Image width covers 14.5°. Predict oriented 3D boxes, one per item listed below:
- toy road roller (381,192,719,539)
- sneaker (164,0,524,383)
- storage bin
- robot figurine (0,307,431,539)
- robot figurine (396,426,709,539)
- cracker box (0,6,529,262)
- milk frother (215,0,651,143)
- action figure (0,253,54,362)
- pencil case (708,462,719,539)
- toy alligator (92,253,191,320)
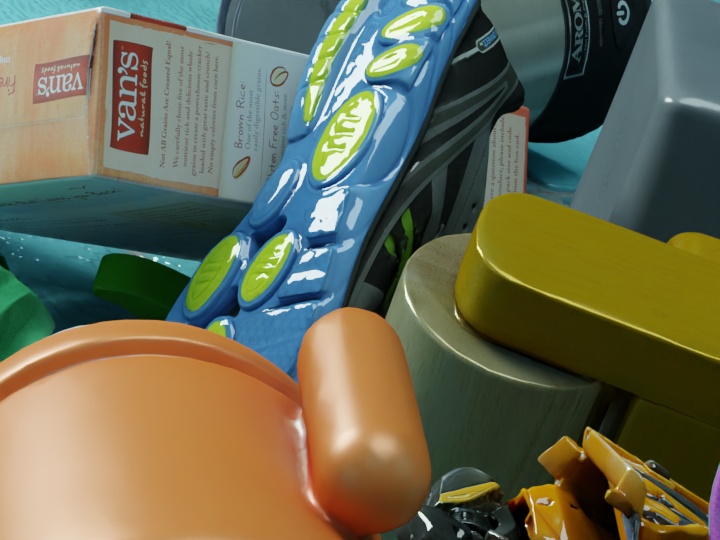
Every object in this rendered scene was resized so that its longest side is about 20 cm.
[{"bbox_3d":[0.101,0.040,0.862,0.199,0.123,0.146,19,34,-2],"label":"toy road roller"},{"bbox_3d":[0.000,0.000,0.877,0.071,0.200,0.083,2,-33,46],"label":"sneaker"},{"bbox_3d":[0.140,-0.014,1.061,0.145,0.135,0.200,16,21,-1],"label":"storage bin"},{"bbox_3d":[-0.048,0.084,0.624,0.116,0.145,0.200,1,22,-10],"label":"robot figurine"},{"bbox_3d":[0.081,0.107,0.632,0.145,0.058,0.200,32,17,-23],"label":"robot figurine"},{"bbox_3d":[-0.056,-0.040,0.965,0.133,0.058,0.199,-3,-8,45],"label":"cracker box"},{"bbox_3d":[-0.006,-0.119,1.261,0.199,0.182,0.188,-22,-4,34],"label":"milk frother"},{"bbox_3d":[-0.142,0.034,0.825,0.117,0.055,0.200,18,24,9],"label":"action figure"},{"bbox_3d":[0.161,0.054,0.678,0.200,0.085,0.093,7,45,-58],"label":"pencil case"},{"bbox_3d":[0.006,0.037,0.946,0.199,0.060,0.054,17,-21,-3],"label":"toy alligator"}]
